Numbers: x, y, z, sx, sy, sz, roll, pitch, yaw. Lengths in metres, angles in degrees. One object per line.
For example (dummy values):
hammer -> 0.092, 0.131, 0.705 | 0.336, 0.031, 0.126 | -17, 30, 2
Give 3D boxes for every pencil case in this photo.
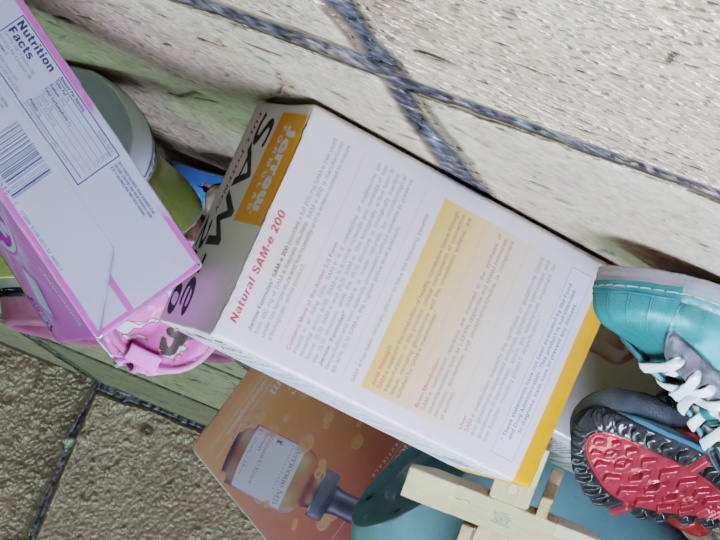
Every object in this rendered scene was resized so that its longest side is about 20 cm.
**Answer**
pencil case -> -0.134, -0.006, 1.749 | 0.086, 0.083, 0.200 | -16, -158, -10

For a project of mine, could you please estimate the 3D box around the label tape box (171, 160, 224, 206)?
label tape box -> -0.036, 0.007, 1.808 | 0.200, 0.066, 0.143 | 23, 171, -1

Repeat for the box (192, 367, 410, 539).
box -> 0.003, 0.130, 1.996 | 0.106, 0.152, 0.200 | 30, -171, -39

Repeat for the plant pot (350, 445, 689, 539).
plant pot -> 0.089, 0.176, 1.769 | 0.161, 0.200, 0.201 | 54, 165, -11

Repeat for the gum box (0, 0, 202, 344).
gum box -> -0.170, -0.064, 1.449 | 0.200, 0.066, 0.113 | 57, 166, -7

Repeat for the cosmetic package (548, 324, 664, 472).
cosmetic package -> 0.073, 0.037, 1.609 | 0.200, 0.087, 0.103 | 27, 169, -16

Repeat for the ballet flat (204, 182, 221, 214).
ballet flat -> 0.000, 0.000, 1.689 | 0.200, 0.057, 0.066 | 24, 171, -1

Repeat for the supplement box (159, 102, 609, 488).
supplement box -> 0.016, 0.013, 1.486 | 0.200, 0.126, 0.073 | 28, 172, -25

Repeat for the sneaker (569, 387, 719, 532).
sneaker -> 0.180, 0.084, 1.559 | 0.200, 0.096, 0.079 | 19, 145, -41

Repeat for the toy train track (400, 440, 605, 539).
toy train track -> 0.072, 0.159, 1.639 | 0.114, 0.033, 0.200 | 22, 128, 5

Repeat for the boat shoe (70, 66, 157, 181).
boat shoe -> -0.162, -0.074, 1.644 | 0.066, 0.070, 0.200 | 20, 176, -38

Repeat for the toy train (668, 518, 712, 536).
toy train -> 0.201, 0.108, 1.777 | 0.200, 0.085, 0.116 | 25, -175, -11

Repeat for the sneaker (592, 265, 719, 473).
sneaker -> 0.193, 0.065, 1.460 | 0.200, 0.080, 0.071 | 28, 166, -22

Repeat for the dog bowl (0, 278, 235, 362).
dog bowl -> -0.160, 0.015, 2.017 | 0.200, 0.074, 0.200 | 7, 174, 1

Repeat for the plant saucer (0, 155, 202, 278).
plant saucer -> -0.191, -0.042, 1.687 | 0.199, 0.031, 0.200 | -2, -161, 1
